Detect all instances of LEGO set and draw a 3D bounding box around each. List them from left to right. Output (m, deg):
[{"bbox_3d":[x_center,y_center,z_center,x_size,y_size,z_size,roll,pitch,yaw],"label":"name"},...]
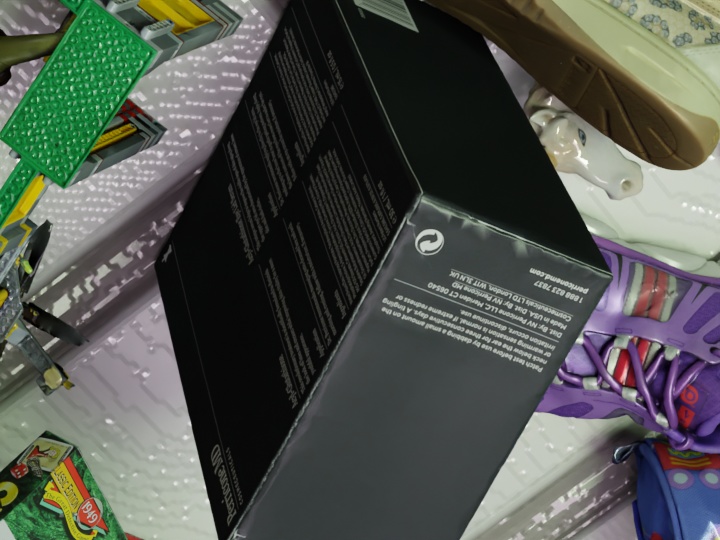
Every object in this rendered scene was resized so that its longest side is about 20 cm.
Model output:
[{"bbox_3d":[-0.136,-0.063,0.955,0.153,0.116,0.201,30,107,7],"label":"LEGO set"}]

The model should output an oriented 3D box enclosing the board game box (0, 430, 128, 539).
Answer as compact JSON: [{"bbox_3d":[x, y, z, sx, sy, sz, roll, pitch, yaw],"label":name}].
[{"bbox_3d":[-0.102,0.164,0.969,0.105,0.023,0.201,-46,131,-28],"label":"board game box"}]

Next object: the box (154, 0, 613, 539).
[{"bbox_3d":[0.000,0.000,0.942,0.079,0.200,0.142,23,112,-22],"label":"box"}]

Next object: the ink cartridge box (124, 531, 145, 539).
[{"bbox_3d":[-0.179,0.157,1.035,0.199,0.045,0.177,20,114,6],"label":"ink cartridge box"}]

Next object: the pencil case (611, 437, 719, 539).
[{"bbox_3d":[0.203,0.092,1.102,0.199,0.087,0.079,-9,101,-8],"label":"pencil case"}]

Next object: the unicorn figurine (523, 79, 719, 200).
[{"bbox_3d":[0.147,-0.078,1.012,0.137,0.074,0.201,29,94,-14],"label":"unicorn figurine"}]

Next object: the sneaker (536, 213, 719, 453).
[{"bbox_3d":[0.105,0.029,1.046,0.199,0.084,0.081,3,117,-12],"label":"sneaker"}]

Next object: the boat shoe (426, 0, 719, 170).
[{"bbox_3d":[0.056,-0.119,0.950,0.200,0.073,0.063,41,74,-3],"label":"boat shoe"}]
